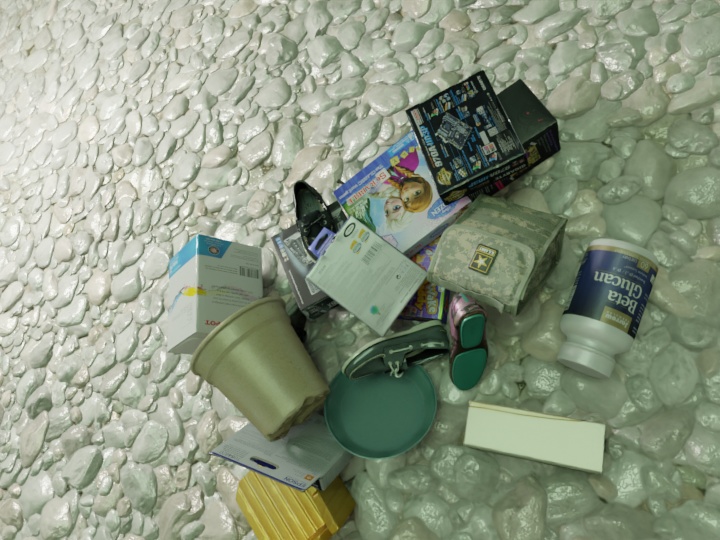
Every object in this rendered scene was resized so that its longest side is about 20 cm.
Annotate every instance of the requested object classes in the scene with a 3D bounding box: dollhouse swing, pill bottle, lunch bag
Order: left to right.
[{"bbox_3d":[-0.143,0.412,0.967,0.200,0.182,0.176,-43,78,5],"label":"dollhouse swing"},{"bbox_3d":[0.226,-0.023,0.940,0.163,0.118,0.200,22,48,29],"label":"lunch bag"},{"bbox_3d":[0.382,0.062,0.885,0.110,0.111,0.201,18,80,28],"label":"pill bottle"}]

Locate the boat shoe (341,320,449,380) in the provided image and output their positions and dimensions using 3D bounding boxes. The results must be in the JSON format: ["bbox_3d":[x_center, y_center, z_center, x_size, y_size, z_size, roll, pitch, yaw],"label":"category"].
[{"bbox_3d":[0.066,0.151,0.983,0.199,0.073,0.062,-21,56,-11],"label":"boat shoe"}]

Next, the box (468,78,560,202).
[{"bbox_3d":[0.252,-0.234,1.053,0.199,0.106,0.123,-34,62,9],"label":"box"}]

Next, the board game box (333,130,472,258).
[{"bbox_3d":[0.077,-0.132,1.065,0.200,0.041,0.200,-38,64,6],"label":"board game box"}]

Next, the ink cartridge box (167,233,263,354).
[{"bbox_3d":[-0.293,0.058,1.139,0.146,0.146,0.201,-29,58,43],"label":"ink cartridge box"}]

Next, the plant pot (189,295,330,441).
[{"bbox_3d":[-0.156,0.179,0.970,0.200,0.200,0.184,-44,73,4],"label":"plant pot"}]

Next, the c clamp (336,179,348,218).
[{"bbox_3d":[-0.014,-0.076,1.163,0.170,0.027,0.201,20,79,23],"label":"c clamp"}]

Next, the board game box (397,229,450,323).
[{"bbox_3d":[0.105,-0.007,1.064,0.133,0.045,0.202,3,75,23],"label":"board game box"}]

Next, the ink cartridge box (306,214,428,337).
[{"bbox_3d":[0.000,0.000,0.977,0.200,0.076,0.137,37,88,3],"label":"ink cartridge box"}]

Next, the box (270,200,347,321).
[{"bbox_3d":[-0.070,-0.022,1.093,0.157,0.050,0.201,-29,53,2],"label":"box"}]

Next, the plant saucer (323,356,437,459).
[{"bbox_3d":[0.036,0.238,0.989,0.198,0.036,0.201,-7,51,8],"label":"plant saucer"}]

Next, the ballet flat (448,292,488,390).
[{"bbox_3d":[0.173,0.113,0.933,0.069,0.201,0.071,-12,43,-4],"label":"ballet flat"}]

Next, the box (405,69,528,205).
[{"bbox_3d":[0.183,-0.236,0.996,0.158,0.046,0.201,-25,63,15],"label":"box"}]

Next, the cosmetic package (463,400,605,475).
[{"bbox_3d":[0.269,0.258,0.869,0.199,0.104,0.074,4,72,24],"label":"cosmetic package"}]

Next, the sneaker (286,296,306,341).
[{"bbox_3d":[-0.128,0.152,1.101,0.114,0.076,0.200,26,86,27],"label":"sneaker"}]

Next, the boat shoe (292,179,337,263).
[{"bbox_3d":[-0.090,-0.097,1.077,0.074,0.066,0.200,-19,54,7],"label":"boat shoe"}]

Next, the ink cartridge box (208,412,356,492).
[{"bbox_3d":[-0.123,0.310,0.977,0.198,0.200,0.041,11,109,27],"label":"ink cartridge box"}]
